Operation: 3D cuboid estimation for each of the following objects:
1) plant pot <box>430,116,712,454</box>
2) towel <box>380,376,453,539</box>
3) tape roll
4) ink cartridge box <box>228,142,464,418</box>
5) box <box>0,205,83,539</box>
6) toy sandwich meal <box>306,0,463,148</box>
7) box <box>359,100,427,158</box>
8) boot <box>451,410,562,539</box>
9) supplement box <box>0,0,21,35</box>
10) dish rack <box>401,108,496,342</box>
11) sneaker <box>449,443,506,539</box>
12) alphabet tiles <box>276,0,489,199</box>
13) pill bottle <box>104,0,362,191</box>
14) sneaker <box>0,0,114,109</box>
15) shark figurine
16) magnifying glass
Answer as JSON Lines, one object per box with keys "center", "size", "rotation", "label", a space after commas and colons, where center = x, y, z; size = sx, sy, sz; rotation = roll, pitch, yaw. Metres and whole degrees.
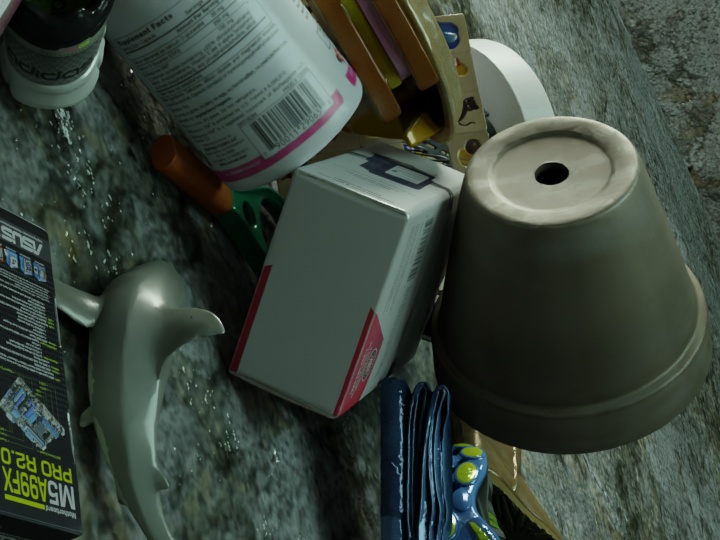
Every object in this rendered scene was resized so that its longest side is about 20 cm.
{"center": [0.137, -0.004, 1.156], "size": [0.200, 0.199, 0.174], "rotation": [-87, 168, -48], "label": "plant pot"}
{"center": [0.040, 0.179, 1.148], "size": [0.112, 0.048, 0.200], "rotation": [75, 14, -73], "label": "towel"}
{"center": [0.098, -0.100, 1.462], "size": [0.037, 0.203, 0.203], "rotation": [-10, 79, -35], "label": "tape roll"}
{"center": [0.000, 0.000, 1.143], "size": [0.200, 0.084, 0.145], "rotation": [-29, 140, -71], "label": "ink cartridge box"}
{"center": [-0.201, 0.030, 0.725], "size": [0.200, 0.044, 0.161], "rotation": [34, 41, -60], "label": "box"}
{"center": [0.003, -0.161, 1.186], "size": [0.205, 0.070, 0.205], "rotation": [58, -9, 14], "label": "toy sandwich meal"}
{"center": [0.013, -0.083, 1.380], "size": [0.200, 0.070, 0.064], "rotation": [54, 26, -39], "label": "box"}
{"center": [0.130, 0.161, 1.475], "size": [0.175, 0.066, 0.200], "rotation": [58, 21, -33], "label": "boot"}
{"center": [-0.211, -0.160, 0.780], "size": [0.086, 0.110, 0.200], "rotation": [60, 22, -29], "label": "supplement box"}
{"center": [0.060, -0.045, 1.333], "size": [0.153, 0.054, 0.200], "rotation": [21, 82, -48], "label": "dish rack"}
{"center": [0.077, 0.203, 1.266], "size": [0.200, 0.071, 0.083], "rotation": [-105, -179, -57], "label": "sneaker"}
{"center": [0.010, -0.126, 1.282], "size": [0.008, 0.167, 0.200], "rotation": [104, -24, -71], "label": "alphabet tiles"}
{"center": [-0.099, -0.159, 1.063], "size": [0.200, 0.113, 0.113], "rotation": [52, 24, -21], "label": "pill bottle"}
{"center": [-0.160, -0.194, 0.924], "size": [0.087, 0.074, 0.200], "rotation": [129, -32, -68], "label": "sneaker"}
{"center": [-0.103, 0.067, 0.897], "size": [0.128, 0.089, 0.215], "rotation": [39, 35, -55], "label": "shark figurine"}
{"center": [-0.084, -0.040, 1.150], "size": [0.200, 0.022, 0.080], "rotation": [38, 37, -56], "label": "magnifying glass"}
